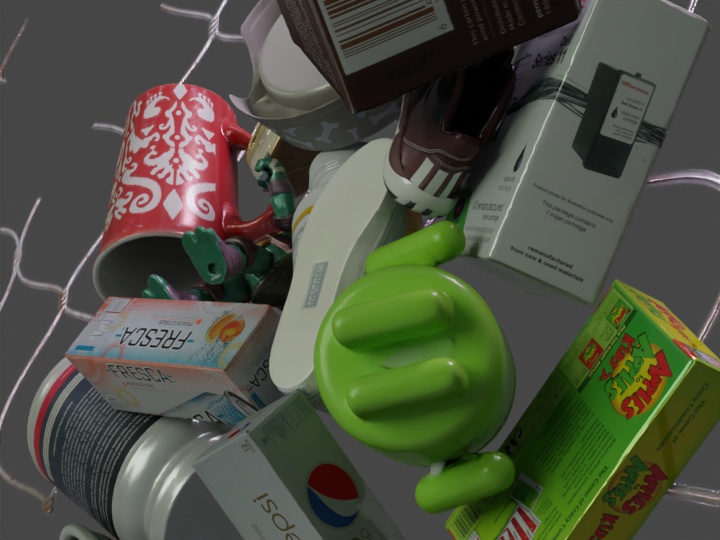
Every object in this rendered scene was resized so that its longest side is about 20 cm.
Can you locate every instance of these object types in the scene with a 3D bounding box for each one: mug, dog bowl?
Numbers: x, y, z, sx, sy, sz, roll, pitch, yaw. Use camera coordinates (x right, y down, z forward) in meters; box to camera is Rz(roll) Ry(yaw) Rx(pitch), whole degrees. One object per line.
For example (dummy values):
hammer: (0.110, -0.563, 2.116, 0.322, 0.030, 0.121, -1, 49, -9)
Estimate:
mug: (-0.150, -0.064, 1.566, 0.134, 0.177, 0.201, 95, 176, -49)
dog bowl: (-0.011, -0.180, 1.344, 0.199, 0.059, 0.201, -23, 42, 22)

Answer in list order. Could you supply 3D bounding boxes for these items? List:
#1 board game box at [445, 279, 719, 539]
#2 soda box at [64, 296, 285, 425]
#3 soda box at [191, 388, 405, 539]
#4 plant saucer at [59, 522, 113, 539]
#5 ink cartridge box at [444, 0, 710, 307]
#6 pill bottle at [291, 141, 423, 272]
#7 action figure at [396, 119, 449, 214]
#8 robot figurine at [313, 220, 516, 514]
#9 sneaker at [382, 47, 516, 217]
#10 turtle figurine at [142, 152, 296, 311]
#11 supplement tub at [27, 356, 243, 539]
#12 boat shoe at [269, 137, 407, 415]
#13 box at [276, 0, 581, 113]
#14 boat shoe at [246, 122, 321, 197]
board game box: (0.142, 0.118, 1.060, 0.200, 0.048, 0.102, -57, 34, 14)
soda box: (-0.128, 0.066, 1.245, 0.200, 0.068, 0.064, 2, 49, 47)
soda box: (-0.020, 0.183, 1.122, 0.068, 0.200, 0.064, -32, 4, 42)
plant saucer: (-0.181, 0.291, 1.357, 0.200, 0.050, 0.201, 44, 144, 44)
ink cartridge box: (0.138, -0.087, 1.132, 0.201, 0.083, 0.147, -67, 12, -3)
pill bottle: (0.000, 0.000, 1.291, 0.104, 0.104, 0.201, -37, 42, 37)
action figure: (0.062, -0.096, 1.276, 0.065, 0.099, 0.200, -55, 36, 17)
robot figurine: (0.037, 0.063, 1.066, 0.115, 0.200, 0.176, -16, 76, 7)
sneaker: (0.075, -0.140, 1.164, 0.116, 0.075, 0.201, 130, 153, -50)
turtle figurine: (-0.082, -0.015, 1.366, 0.101, 0.200, 0.150, 33, 119, 19)
supplement tub: (-0.165, 0.152, 1.368, 0.200, 0.140, 0.141, 30, 94, 43)
boat shoe: (0.000, 0.006, 1.178, 0.072, 0.068, 0.201, -10, 55, 40)
box: (0.019, -0.230, 1.113, 0.164, 0.166, 0.200, -24, 26, -4)
boat shoe: (-0.039, -0.161, 1.471, 0.200, 0.074, 0.069, -56, 39, 4)
